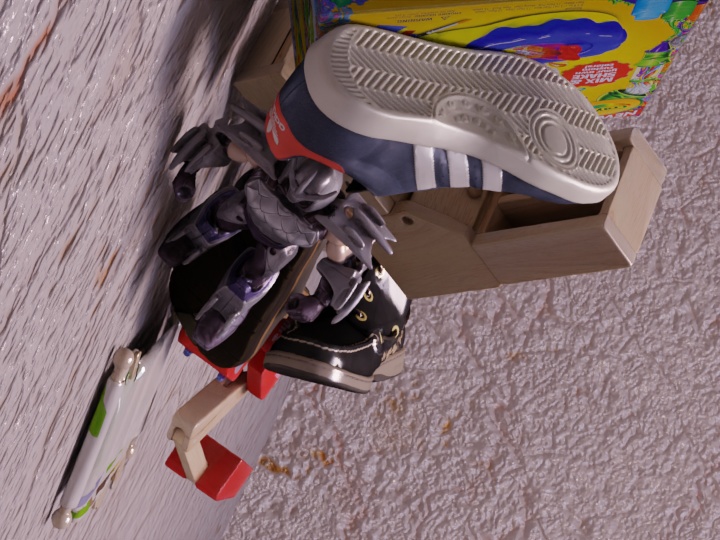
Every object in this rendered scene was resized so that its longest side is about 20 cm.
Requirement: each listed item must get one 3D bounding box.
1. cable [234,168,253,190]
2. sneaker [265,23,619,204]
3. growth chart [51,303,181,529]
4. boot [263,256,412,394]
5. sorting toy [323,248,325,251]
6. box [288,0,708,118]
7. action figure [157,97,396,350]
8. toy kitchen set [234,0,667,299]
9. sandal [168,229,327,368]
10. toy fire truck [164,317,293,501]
[{"bbox_3d":[-0.073,-0.030,1.519,0.200,0.051,0.164,12,102,-88],"label":"cable"},{"bbox_3d":[0.040,-0.067,1.093,0.084,0.199,0.075,-39,-134,43],"label":"sneaker"},{"bbox_3d":[-0.152,0.094,1.367,0.200,0.018,0.145,-56,170,-77],"label":"growth chart"},{"bbox_3d":[0.000,0.000,1.415,0.200,0.073,0.151,-4,109,-71],"label":"boot"},{"bbox_3d":[0.013,-0.089,1.580,0.180,0.106,0.201,-110,-144,-75],"label":"sorting toy"},{"bbox_3d":[0.065,-0.162,1.140,0.193,0.199,0.123,104,-20,-75],"label":"box"},{"bbox_3d":[-0.054,-0.022,1.177,0.069,0.130,0.200,-37,180,-26],"label":"action figure"},{"bbox_3d":[0.068,-0.116,1.310,0.180,0.200,0.164,-9,-136,40],"label":"toy kitchen set"},{"bbox_3d":[-0.057,-0.007,1.309,0.054,0.082,0.200,-16,155,-38],"label":"sandal"},{"bbox_3d":[-0.094,0.081,1.474,0.141,0.049,0.200,-55,164,-4],"label":"toy fire truck"}]
